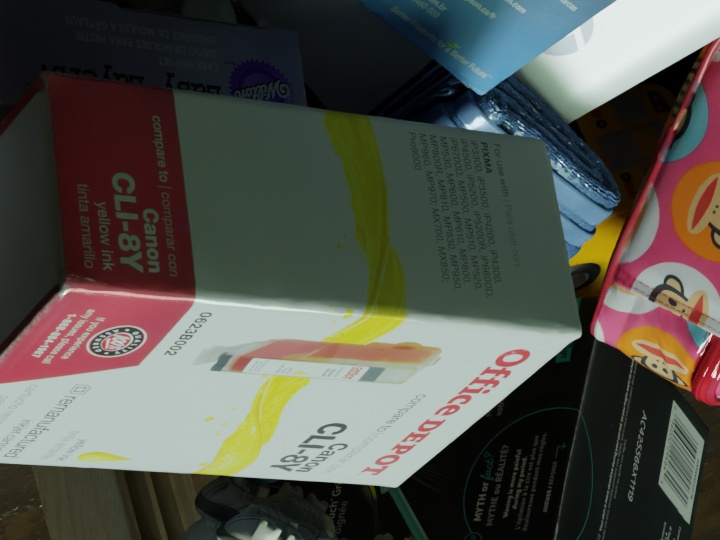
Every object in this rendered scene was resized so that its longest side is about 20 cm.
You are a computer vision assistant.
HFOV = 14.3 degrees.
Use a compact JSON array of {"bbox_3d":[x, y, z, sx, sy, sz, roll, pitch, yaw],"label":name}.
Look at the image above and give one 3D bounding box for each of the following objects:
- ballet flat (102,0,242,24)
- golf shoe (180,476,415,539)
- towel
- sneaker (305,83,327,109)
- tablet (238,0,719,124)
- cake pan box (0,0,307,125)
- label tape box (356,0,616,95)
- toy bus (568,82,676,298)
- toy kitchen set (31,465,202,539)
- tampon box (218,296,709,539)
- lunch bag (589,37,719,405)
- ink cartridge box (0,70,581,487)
[{"bbox_3d":[-0.094,-0.102,1.049,0.200,0.068,0.068,9,130,-49],"label":"ballet flat"},{"bbox_3d":[0.000,0.162,1.233,0.200,0.078,0.097,26,101,-22],"label":"golf shoe"},{"bbox_3d":[0.000,0.000,1.153,0.200,0.049,0.112,-39,131,16],"label":"towel"},{"bbox_3d":[-0.085,-0.049,1.171,0.200,0.076,0.091,13,146,-37],"label":"sneaker"},{"bbox_3d":[0.065,-0.113,1.117,0.200,0.014,0.130,-29,118,24],"label":"tablet"},{"bbox_3d":[-0.137,-0.034,1.040,0.199,0.052,0.184,5,154,-28],"label":"cake pan box"},{"bbox_3d":[0.070,-0.166,1.007,0.200,0.063,0.144,-34,136,24],"label":"label tape box"},{"bbox_3d":[0.105,-0.009,1.403,0.078,0.065,0.200,-16,155,-16],"label":"toy bus"},{"bbox_3d":[-0.029,0.065,1.301,0.200,0.181,0.163,-24,157,15],"label":"toy kitchen set"},{"bbox_3d":[0.045,0.115,1.388,0.200,0.150,0.126,-8,142,32],"label":"tampon box"},{"bbox_3d":[0.188,-0.047,1.275,0.176,0.082,0.200,-21,139,-64],"label":"lunch bag"},{"bbox_3d":[-0.044,0.009,1.006,0.199,0.084,0.145,5,151,-29],"label":"ink cartridge box"}]
